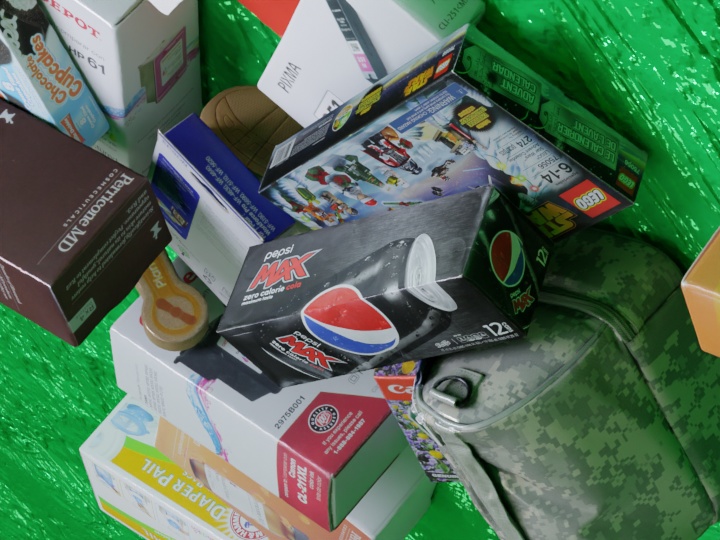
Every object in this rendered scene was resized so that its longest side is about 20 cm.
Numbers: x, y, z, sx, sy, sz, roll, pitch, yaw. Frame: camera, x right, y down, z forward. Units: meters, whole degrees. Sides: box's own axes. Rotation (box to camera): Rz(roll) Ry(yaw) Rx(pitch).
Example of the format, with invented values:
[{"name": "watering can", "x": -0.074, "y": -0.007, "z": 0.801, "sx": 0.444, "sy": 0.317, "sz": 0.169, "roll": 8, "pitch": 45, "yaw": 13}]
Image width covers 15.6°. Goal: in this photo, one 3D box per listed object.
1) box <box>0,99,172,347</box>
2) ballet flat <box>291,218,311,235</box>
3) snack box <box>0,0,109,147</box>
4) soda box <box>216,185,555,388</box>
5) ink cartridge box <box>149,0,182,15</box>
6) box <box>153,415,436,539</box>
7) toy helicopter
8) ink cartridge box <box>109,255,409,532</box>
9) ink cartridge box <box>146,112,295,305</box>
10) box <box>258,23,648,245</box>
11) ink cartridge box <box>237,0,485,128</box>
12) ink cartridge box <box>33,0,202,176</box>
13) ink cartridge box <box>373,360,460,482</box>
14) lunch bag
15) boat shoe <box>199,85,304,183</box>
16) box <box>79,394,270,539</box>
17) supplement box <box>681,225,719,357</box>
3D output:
[{"name": "box", "x": -0.230, "y": -0.044, "z": 1.685, "sx": 0.200, "sy": 0.100, "sz": 0.075, "roll": 28, "pitch": 155, "yaw": 26}, {"name": "ballet flat", "x": 0.000, "y": 0.000, "z": 1.748, "sx": 0.200, "sy": 0.070, "sz": 0.067, "roll": 37, "pitch": 155, "yaw": 9}, {"name": "snack box", "x": -0.248, "y": -0.164, "z": 1.680, "sx": 0.116, "sy": 0.037, "sz": 0.200, "roll": 18, "pitch": 146, "yaw": 44}, {"name": "soda box", "x": 0.012, "y": 0.012, "z": 1.541, "sx": 0.200, "sy": 0.071, "sz": 0.063, "roll": -14, "pitch": 134, "yaw": 41}, {"name": "ink cartridge box", "x": -0.149, "y": -0.256, "z": 1.547, "sx": 0.200, "sy": 0.068, "sz": 0.115, "roll": 46, "pitch": 156, "yaw": -7}, {"name": "box", "x": -0.045, "y": 0.130, "z": 1.988, "sx": 0.200, "sy": 0.106, "sz": 0.152, "roll": 37, "pitch": 155, "yaw": 11}, {"name": "toy helicopter", "x": -0.170, "y": -0.027, "z": 1.819, "sx": 0.200, "sy": 0.132, "sz": 0.079, "roll": 60, "pitch": 164, "yaw": 24}, {"name": "ink cartridge box", "x": -0.055, "y": 0.063, "z": 1.843, "sx": 0.200, "sy": 0.146, "sz": 0.083, "roll": 32, "pitch": 153, "yaw": 20}, {"name": "ink cartridge box", "x": -0.093, "y": -0.040, "z": 1.700, "sx": 0.099, "sy": 0.039, "sz": 0.200, "roll": 47, "pitch": 166, "yaw": 3}, {"name": "box", "x": 0.051, "y": -0.056, "z": 1.525, "sx": 0.137, "sy": 0.040, "sz": 0.200, "roll": 33, "pitch": 146, "yaw": -21}, {"name": "ink cartridge box", "x": -0.027, "y": -0.158, "z": 1.561, "sx": 0.173, "sy": 0.044, "sz": 0.200, "roll": 40, "pitch": 156, "yaw": 2}, {"name": "ink cartridge box", "x": -0.183, "y": -0.167, "z": 1.725, "sx": 0.144, "sy": 0.085, "sz": 0.200, "roll": 35, "pitch": 154, "yaw": 17}, {"name": "ink cartridge box", "x": 0.071, "y": 0.068, "z": 1.711, "sx": 0.109, "sy": 0.051, "sz": 0.200, "roll": -1, "pitch": 145, "yaw": 20}, {"name": "lunch bag", "x": 0.130, "y": 0.092, "z": 1.588, "sx": 0.139, "sy": 0.168, "sz": 0.200, "roll": 14, "pitch": 143, "yaw": 46}, {"name": "boat shoe", "x": -0.018, "y": -0.052, "z": 1.687, "sx": 0.200, "sy": 0.071, "sz": 0.069, "roll": 29, "pitch": 151, "yaw": 24}, {"name": "box", "x": -0.117, "y": 0.182, "z": 2.174, "sx": 0.200, "sy": 0.113, "sz": 0.102, "roll": 29, "pitch": 153, "yaw": 24}, {"name": "supplement box", "x": 0.274, "y": 0.035, "z": 1.406, "sx": 0.200, "sy": 0.069, "sz": 0.067, "roll": 21, "pitch": 151, "yaw": 34}]
